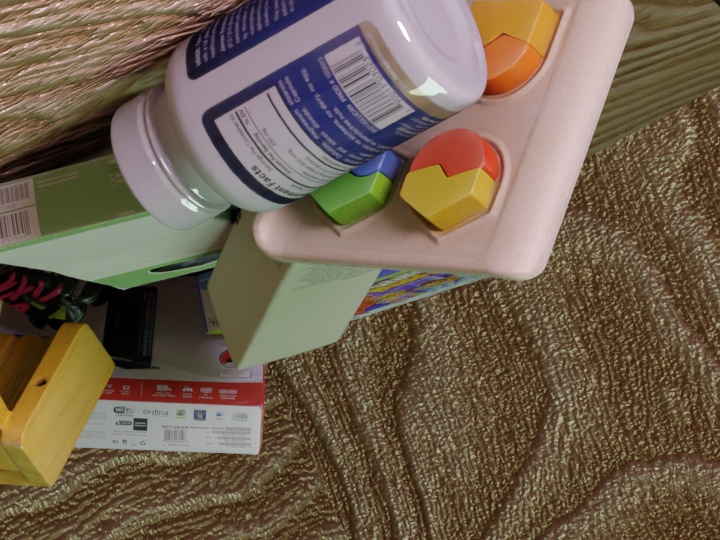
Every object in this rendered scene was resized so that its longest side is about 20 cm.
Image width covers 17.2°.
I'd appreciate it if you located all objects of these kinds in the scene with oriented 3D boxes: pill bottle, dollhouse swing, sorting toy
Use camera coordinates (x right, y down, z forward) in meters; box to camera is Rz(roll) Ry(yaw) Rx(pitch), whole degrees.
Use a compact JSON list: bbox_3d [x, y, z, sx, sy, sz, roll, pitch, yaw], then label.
[{"bbox_3d":[-0.039,-0.101,1.330,0.200,0.111,0.111,-27,176,25],"label":"pill bottle"},{"bbox_3d":[-0.301,0.044,1.607,0.199,0.176,0.182,3,-141,17],"label":"dollhouse swing"},{"bbox_3d":[0.041,-0.087,1.355,0.200,0.186,0.036,6,157,38],"label":"sorting toy"}]

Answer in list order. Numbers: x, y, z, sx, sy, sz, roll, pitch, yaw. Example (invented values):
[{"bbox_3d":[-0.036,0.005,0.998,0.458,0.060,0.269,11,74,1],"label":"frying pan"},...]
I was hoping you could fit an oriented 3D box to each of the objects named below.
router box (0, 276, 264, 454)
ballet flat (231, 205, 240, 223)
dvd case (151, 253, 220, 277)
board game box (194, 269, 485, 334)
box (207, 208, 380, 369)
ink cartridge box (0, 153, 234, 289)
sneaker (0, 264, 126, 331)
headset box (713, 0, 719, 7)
[{"bbox_3d":[-0.171,0.058,1.776,0.199,0.049,0.180,2,-143,-4],"label":"router box"},{"bbox_3d":[-0.123,-0.056,1.677,0.199,0.069,0.068,-15,176,-22],"label":"ballet flat"},{"bbox_3d":[-0.052,-0.017,1.744,0.200,0.016,0.149,-5,171,-42],"label":"dvd case"},{"bbox_3d":[0.000,0.000,1.706,0.200,0.045,0.134,-18,169,37],"label":"board game box"},{"bbox_3d":[-0.038,-0.008,1.516,0.082,0.069,0.200,-15,163,-20],"label":"box"},{"bbox_3d":[-0.148,-0.032,1.553,0.145,0.048,0.200,-13,170,23],"label":"ink cartridge box"},{"bbox_3d":[-0.231,0.004,1.688,0.074,0.088,0.200,-28,176,32],"label":"sneaker"},{"bbox_3d":[0.322,-0.238,1.503,0.200,0.093,0.174,-47,-176,-22],"label":"headset box"}]
